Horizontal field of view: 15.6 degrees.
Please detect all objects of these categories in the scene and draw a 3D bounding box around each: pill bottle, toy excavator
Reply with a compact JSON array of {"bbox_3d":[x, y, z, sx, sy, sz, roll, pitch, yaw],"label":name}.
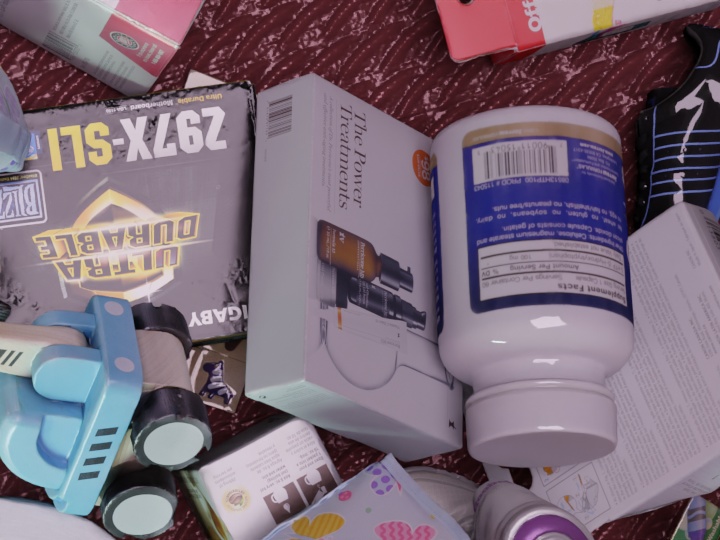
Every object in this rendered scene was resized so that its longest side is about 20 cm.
[{"bbox_3d":[0.105,0.012,1.588,0.120,0.120,0.200,2,72,-11],"label":"pill bottle"},{"bbox_3d":[-0.187,0.057,1.527,0.200,0.195,0.100,7,40,-22],"label":"toy excavator"}]

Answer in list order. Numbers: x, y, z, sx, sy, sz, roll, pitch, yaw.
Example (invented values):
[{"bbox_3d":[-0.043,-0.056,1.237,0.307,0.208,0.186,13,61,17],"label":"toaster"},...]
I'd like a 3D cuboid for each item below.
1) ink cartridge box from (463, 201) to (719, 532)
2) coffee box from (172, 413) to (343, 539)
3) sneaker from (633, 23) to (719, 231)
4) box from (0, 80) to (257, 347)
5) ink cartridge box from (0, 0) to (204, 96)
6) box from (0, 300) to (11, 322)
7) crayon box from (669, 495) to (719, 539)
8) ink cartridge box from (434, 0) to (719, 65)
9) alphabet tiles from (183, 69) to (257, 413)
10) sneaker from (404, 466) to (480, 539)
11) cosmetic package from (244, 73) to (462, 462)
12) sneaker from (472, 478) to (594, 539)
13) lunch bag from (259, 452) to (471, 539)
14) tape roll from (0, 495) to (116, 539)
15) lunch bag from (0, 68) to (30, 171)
[{"bbox_3d":[0.164,0.077,1.632,0.200,0.050,0.162,-37,57,27],"label":"ink cartridge box"},{"bbox_3d":[-0.031,0.193,1.615,0.080,0.114,0.200,-28,91,-12],"label":"coffee box"},{"bbox_3d":[0.205,-0.065,1.705,0.078,0.070,0.200,27,81,4],"label":"sneaker"},{"bbox_3d":[-0.153,-0.026,1.632,0.200,0.049,0.160,-8,84,-7],"label":"box"},{"bbox_3d":[-0.192,-0.198,1.590,0.200,0.147,0.083,29,76,-8],"label":"ink cartridge box"},{"bbox_3d":[-0.331,0.061,1.574,0.160,0.044,0.200,34,89,4],"label":"box"},{"bbox_3d":[0.263,0.241,1.661,0.200,0.052,0.126,33,80,-32],"label":"crayon box"},{"bbox_3d":[0.132,-0.205,1.695,0.200,0.067,0.116,-15,89,-11],"label":"ink cartridge box"},{"bbox_3d":[-0.095,-0.019,1.670,0.166,0.006,0.200,20,83,-8],"label":"alphabet tiles"},{"bbox_3d":[0.096,0.192,1.658,0.200,0.081,0.075,36,83,-5],"label":"sneaker"},{"bbox_3d":[0.000,0.000,1.598,0.151,0.052,0.200,27,56,-47],"label":"cosmetic package"},{"bbox_3d":[0.124,0.207,1.586,0.075,0.100,0.200,-28,117,-12],"label":"sneaker"},{"bbox_3d":[0.006,0.230,1.502,0.170,0.127,0.200,-32,86,-13],"label":"lunch bag"},{"bbox_3d":[-0.219,0.238,1.601,0.200,0.066,0.201,1,87,-11],"label":"tape roll"},{"bbox_3d":[-0.303,-0.119,1.521,0.200,0.170,0.127,25,87,13],"label":"lunch bag"}]
